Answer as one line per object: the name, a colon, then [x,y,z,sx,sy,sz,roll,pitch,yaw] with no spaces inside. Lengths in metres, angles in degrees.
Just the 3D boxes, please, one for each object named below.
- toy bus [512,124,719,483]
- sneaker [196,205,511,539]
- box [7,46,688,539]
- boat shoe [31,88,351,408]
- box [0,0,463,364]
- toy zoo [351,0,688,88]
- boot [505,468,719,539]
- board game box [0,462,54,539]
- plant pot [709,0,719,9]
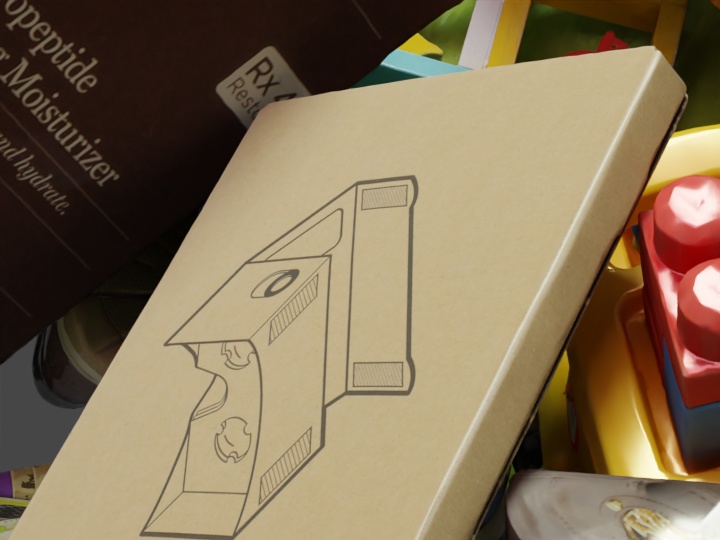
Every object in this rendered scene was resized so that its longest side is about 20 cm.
toy bus: [0.105,0.025,0.769,0.135,0.192,0.200,-12,51,1]
sneaker: [0.000,0.000,0.838,0.074,0.082,0.200,-15,49,-13]
box: [-0.014,0.029,0.721,0.163,0.021,0.200,-3,51,47]
boat shoe: [-0.060,-0.030,0.955,0.065,0.072,0.200,-27,27,46]
box: [-0.111,-0.113,0.829,0.200,0.166,0.164,-38,51,2]
toy zoo: [0.041,-0.059,0.949,0.131,0.020,0.200,15,56,3]
boot: [0.094,0.160,0.664,0.064,0.200,0.186,-22,42,-39]
board game box: [-0.085,0.105,0.803,0.120,0.032,0.200,-6,18,-15]
plant pot: [0.151,-0.159,0.873,0.200,0.200,0.183,-31,66,-8]
